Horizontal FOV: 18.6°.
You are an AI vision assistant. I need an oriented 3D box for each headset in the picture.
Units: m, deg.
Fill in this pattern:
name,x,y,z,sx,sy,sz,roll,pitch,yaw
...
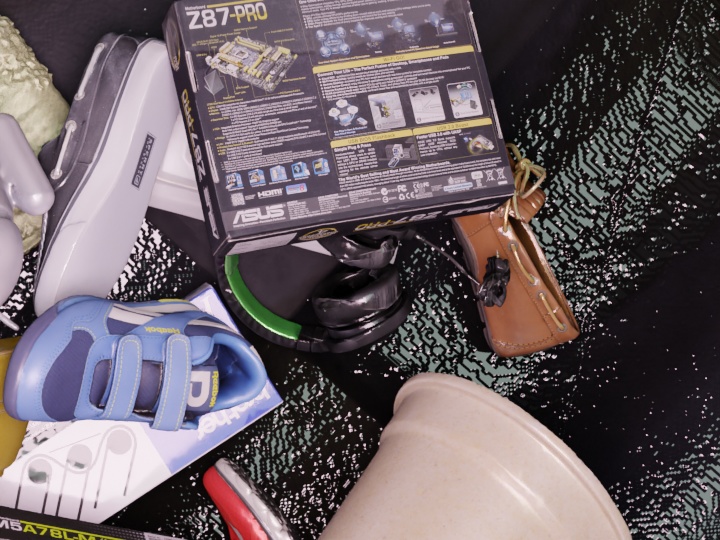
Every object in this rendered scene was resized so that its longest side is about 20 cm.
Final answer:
name,x,y,z,sx,sy,sz,roll,pitch,yaw
headset,0.000,0.000,1.457,0.198,0.094,0.125,2,113,6

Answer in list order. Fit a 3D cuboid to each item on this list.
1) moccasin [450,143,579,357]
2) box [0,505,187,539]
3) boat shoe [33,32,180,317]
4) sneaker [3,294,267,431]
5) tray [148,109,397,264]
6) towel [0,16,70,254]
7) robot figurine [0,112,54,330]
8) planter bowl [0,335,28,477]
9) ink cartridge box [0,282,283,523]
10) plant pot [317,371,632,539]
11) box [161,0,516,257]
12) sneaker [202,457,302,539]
name,x,y,z,sx,sy,sz,roll,pitch,yaw
moccasin,0.098,-0.042,1.490,0.077,0.074,0.203,-16,93,17
box,-0.207,0.251,1.413,0.198,0.048,0.194,13,115,-22
boat shoe,-0.177,-0.061,1.419,0.067,0.072,0.202,15,80,22
sneaker,-0.136,0.060,1.356,0.082,0.199,0.075,26,111,31
tray,-0.058,-0.076,1.498,0.198,0.022,0.108,15,89,-9
towel,-0.273,-0.059,1.457,0.200,0.036,0.149,-39,96,-6
robot figurine,-0.278,-0.042,1.366,0.168,0.113,0.201,-20,73,-10
planter bowl,-0.274,0.097,1.375,0.199,0.200,0.084,-10,92,-9
ink cartridge box,-0.160,0.102,1.472,0.199,0.044,0.094,-33,96,-7
plant pot,0.044,0.200,1.403,0.201,0.200,0.183,49,64,-7
box,-0.014,-0.104,1.406,0.198,0.049,0.163,-11,80,-18
sneaker,-0.065,0.225,1.477,0.084,0.077,0.201,-25,94,-3
